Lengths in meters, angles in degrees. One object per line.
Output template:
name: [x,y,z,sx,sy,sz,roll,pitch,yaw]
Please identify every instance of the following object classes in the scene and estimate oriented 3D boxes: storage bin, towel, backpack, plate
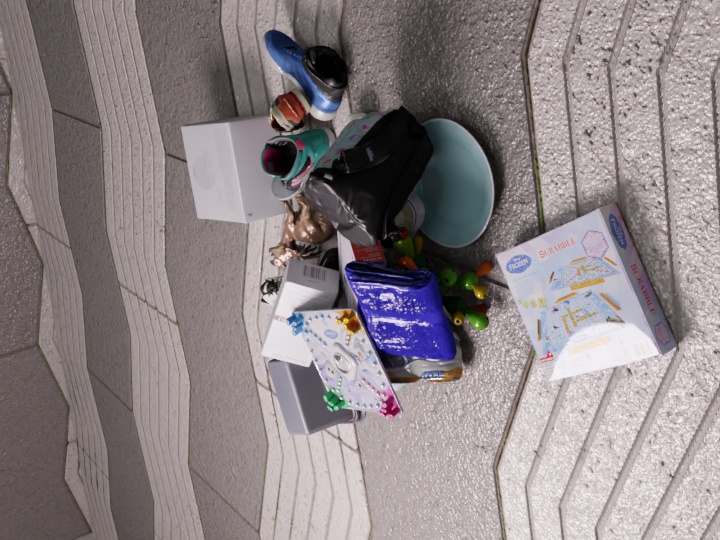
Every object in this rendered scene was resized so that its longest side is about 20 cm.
storage bin: [-0.092,0.237,1.551,0.145,0.134,0.202,-14,95,53]
towel: [0.063,0.070,1.181,0.147,0.050,0.201,9,144,28]
backpack: [0.015,-0.156,1.155,0.126,0.201,0.167,8,146,47]
plate: [0.137,-0.136,1.189,0.199,0.025,0.202,24,122,45]

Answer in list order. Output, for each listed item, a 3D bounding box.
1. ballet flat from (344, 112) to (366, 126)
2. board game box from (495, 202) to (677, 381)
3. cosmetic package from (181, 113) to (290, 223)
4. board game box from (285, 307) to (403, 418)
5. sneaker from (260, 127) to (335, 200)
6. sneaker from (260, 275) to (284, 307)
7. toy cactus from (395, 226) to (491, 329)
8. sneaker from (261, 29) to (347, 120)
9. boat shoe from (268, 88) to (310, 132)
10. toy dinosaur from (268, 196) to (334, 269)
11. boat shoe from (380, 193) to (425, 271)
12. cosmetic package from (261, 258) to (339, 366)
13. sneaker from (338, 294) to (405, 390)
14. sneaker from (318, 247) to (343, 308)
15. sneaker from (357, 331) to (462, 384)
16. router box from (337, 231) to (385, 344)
ballet flat: [-0.014,-0.183,1.341,0.069,0.069,0.202,36,127,38]
board game box: [0.298,0.036,1.041,0.200,0.041,0.201,-27,84,53]
cosmetic package: [-0.256,-0.211,1.578,0.199,0.122,0.201,11,113,51]
board game box: [-0.033,0.161,1.315,0.199,0.026,0.201,-7,111,53]
sneaker: [-0.141,-0.190,1.426,0.200,0.120,0.084,-43,70,43]
sneaker: [-0.156,0.043,1.537,0.200,0.087,0.076,130,149,-68]
toy cactus: [0.125,0.018,1.222,0.199,0.103,0.165,36,161,4]
sneaker: [-0.093,-0.371,1.337,0.201,0.076,0.111,56,147,13]
boat shoe: [-0.137,-0.280,1.390,0.071,0.062,0.200,51,173,-10]
toy dinosaur: [-0.096,-0.077,1.467,0.199,0.085,0.137,-9,98,49]
boat shoe: [0.052,-0.054,1.278,0.072,0.062,0.201,54,153,25]
cosmetic package: [-0.113,0.082,1.428,0.074,0.101,0.201,-87,14,-52]
sneaker: [0.040,0.116,1.389,0.201,0.074,0.082,54,139,5]
sneaker: [-0.079,0.032,1.501,0.088,0.075,0.201,44,136,39]
sneaker: [0.083,0.145,1.310,0.198,0.075,0.089,-5,72,26]
router box: [0.000,0.000,1.304,0.180,0.048,0.201,-106,11,-45]
